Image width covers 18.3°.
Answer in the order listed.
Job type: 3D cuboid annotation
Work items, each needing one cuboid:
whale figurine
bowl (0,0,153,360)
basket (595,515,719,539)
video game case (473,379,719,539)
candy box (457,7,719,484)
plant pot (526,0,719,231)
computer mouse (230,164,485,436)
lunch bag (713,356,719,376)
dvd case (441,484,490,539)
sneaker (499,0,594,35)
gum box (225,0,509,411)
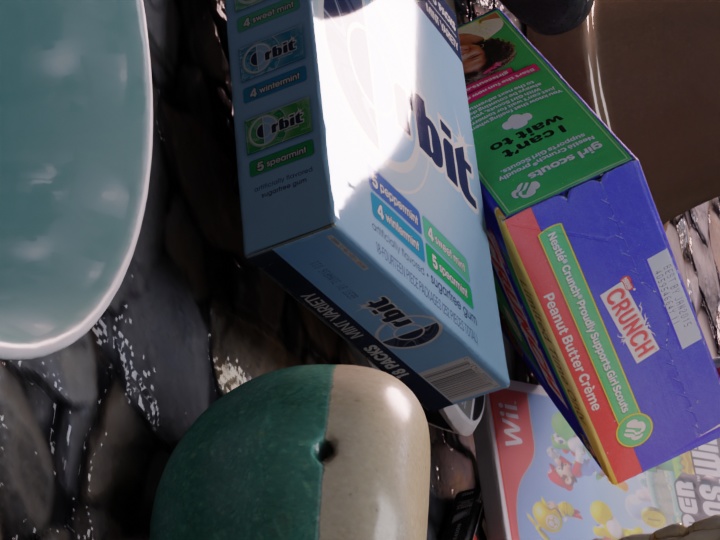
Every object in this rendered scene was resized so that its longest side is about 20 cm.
[{"bbox_3d":[-0.027,0.122,0.862,0.201,0.103,0.160,92,2,-54],"label":"whale figurine"},{"bbox_3d":[-0.147,-0.067,0.600,0.201,0.104,0.203,-11,90,-69],"label":"bowl"},{"bbox_3d":[0.134,0.228,0.985,0.200,0.196,0.162,55,29,-46],"label":"basket"},{"bbox_3d":[0.152,0.135,1.171,0.198,0.017,0.144,11,55,-28],"label":"video game case"},{"bbox_3d":[0.097,-0.016,1.127,0.170,0.077,0.200,66,-5,-31],"label":"candy box"},{"bbox_3d":[0.220,-0.125,1.469,0.200,0.173,0.202,-12,90,-69],"label":"plant pot"},{"bbox_3d":[0.000,0.000,1.033,0.201,0.044,0.110,61,23,-27],"label":"computer mouse"},{"bbox_3d":[0.297,0.166,1.598,0.169,0.126,0.202,34,39,-64],"label":"lunch bag"},{"bbox_3d":[0.057,0.224,1.098,0.201,0.022,0.147,-68,142,-56],"label":"dvd case"},{"bbox_3d":[0.063,-0.213,1.265,0.201,0.075,0.116,63,30,-12],"label":"sneaker"},{"bbox_3d":[0.001,-0.064,0.963,0.170,0.044,0.202,42,35,-53],"label":"gum box"}]
